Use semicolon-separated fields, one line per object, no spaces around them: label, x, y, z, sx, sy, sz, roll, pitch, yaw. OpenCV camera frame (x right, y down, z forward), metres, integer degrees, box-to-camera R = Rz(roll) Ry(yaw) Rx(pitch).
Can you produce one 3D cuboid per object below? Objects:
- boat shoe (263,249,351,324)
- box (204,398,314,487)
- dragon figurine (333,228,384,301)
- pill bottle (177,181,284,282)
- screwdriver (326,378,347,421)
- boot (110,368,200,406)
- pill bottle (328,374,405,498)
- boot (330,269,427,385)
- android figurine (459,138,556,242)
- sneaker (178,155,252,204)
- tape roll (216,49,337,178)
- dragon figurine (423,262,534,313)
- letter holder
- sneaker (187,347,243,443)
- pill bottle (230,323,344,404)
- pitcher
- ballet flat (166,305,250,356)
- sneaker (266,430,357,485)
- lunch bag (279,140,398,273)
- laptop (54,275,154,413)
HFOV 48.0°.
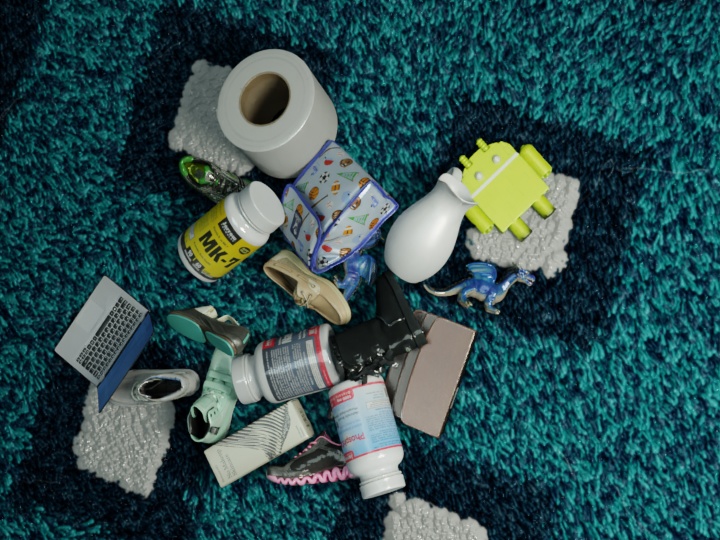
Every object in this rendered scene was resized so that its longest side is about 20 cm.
boat shoe;-0.103;0.043;1.545;0.199;0.072;0.064;38;48;21
box;-0.192;0.329;1.548;0.198;0.068;0.083;-31;82;5
dragon figurine;0.000;0.000;1.551;0.097;0.059;0.205;0;85;9
pill bottle;-0.245;-0.075;1.540;0.198;0.114;0.116;-35;80;25
screwdriver;-0.014;0.195;1.554;0.029;0.028;0.203;28;88;-20
boot;-0.419;0.226;1.579;0.195;0.096;0.075;-11;83;8
pill bottle;0.016;0.301;1.467;0.107;0.109;0.204;-19;71;7
boot;0.020;0.102;1.477;0.160;0.074;0.200;-26;47;0
android figurine;0.272;-0.159;1.533;0.181;0.041;0.201;-41;82;4
sneaker;-0.277;-0.162;1.597;0.197;0.085;0.079;25;89;10
tape roll;-0.156;-0.295;1.541;0.198;0.139;0.208;-4;74;16
dragon figurine;0.222;0.020;1.508;0.195;0.059;0.102;12;83;10
letter holder;0.119;0.183;1.497;0.139;0.101;0.204;20;88;12
sneaker;-0.275;0.230;1.545;0.072;0.118;0.206;8;85;11
pill bottle;-0.138;0.183;1.526;0.196;0.120;0.122;-16;83;7
pitcher;0.131;-0.090;1.510;0.120;0.172;0.202;31;115;-8
ballet flat;-0.290;0.111;1.579;0.197;0.069;0.068;21;49;32
sneaker;-0.083;0.355;1.532;0.195;0.079;0.098;-7;78;0
lunch bag;-0.059;-0.114;1.514;0.200;0.123;0.170;-47;46;7
laptop;-0.507;0.139;1.591;0.198;0.116;0.189;36;91;10
